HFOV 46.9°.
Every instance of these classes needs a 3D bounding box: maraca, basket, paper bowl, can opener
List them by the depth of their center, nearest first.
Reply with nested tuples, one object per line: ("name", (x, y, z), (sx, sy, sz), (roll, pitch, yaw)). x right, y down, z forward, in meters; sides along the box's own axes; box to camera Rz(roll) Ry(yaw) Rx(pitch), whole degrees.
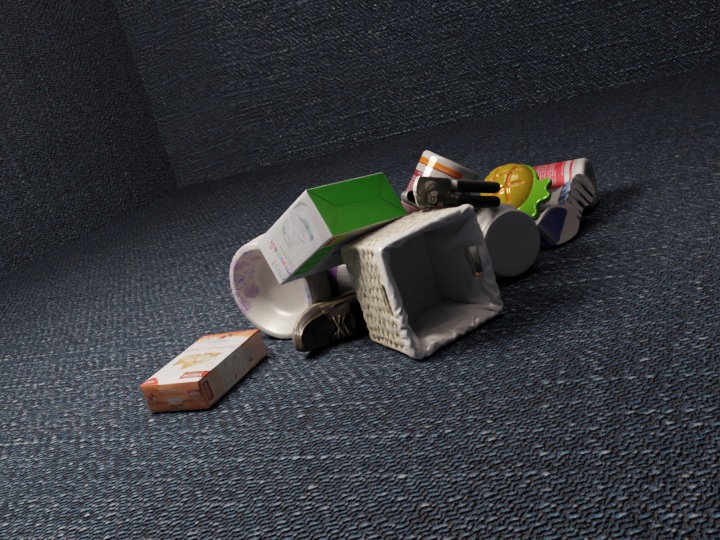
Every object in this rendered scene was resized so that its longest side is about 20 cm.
("basket", (0.099, 0.014, 1.390), (0.199, 0.199, 0.161), (-26, 14, -27))
("can opener", (0.160, -0.136, 1.470), (0.199, 0.054, 0.067), (-2, 1, -38))
("paper bowl", (-0.144, 0.021, 1.594), (0.200, 0.202, 0.104), (-4, 20, 37))
("maraca", (0.321, -0.155, 1.717), (0.138, 0.107, 0.200), (-58, 29, 3))

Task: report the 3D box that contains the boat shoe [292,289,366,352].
("boat shoe", (-0.041, 0.087, 1.505), (0.073, 0.075, 0.200), (-1, 24, 45))

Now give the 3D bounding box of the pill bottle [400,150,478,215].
("pill bottle", (0.129, -0.112, 1.556), (0.114, 0.201, 0.114), (24, 8, -4))

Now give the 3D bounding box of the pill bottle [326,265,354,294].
("pill bottle", (0.000, 0.000, 1.632), (0.199, 0.112, 0.111), (12, 28, 24))

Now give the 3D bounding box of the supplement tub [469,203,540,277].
("supplement tub", (0.239, -0.064, 1.598), (0.140, 0.141, 0.200), (-22, 17, -17))

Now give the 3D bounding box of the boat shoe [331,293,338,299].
("boat shoe", (0.003, 0.011, 1.728), (0.199, 0.068, 0.072), (-17, 16, 7))

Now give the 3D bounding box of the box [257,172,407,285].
("box", (-0.052, -0.076, 1.460), (0.199, 0.097, 0.176), (-19, -16, -46))

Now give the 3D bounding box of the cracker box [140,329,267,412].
("cracker box", (-0.275, 0.176, 1.476), (0.133, 0.058, 0.200), (-9, 19, 28))

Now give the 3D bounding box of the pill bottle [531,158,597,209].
("pill bottle", (0.416, -0.179, 1.851), (0.199, 0.113, 0.112), (-7, 19, 30))

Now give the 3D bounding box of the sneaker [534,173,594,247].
("sneaker", (0.399, -0.109, 1.719), (0.200, 0.081, 0.115), (-48, 7, -34))
